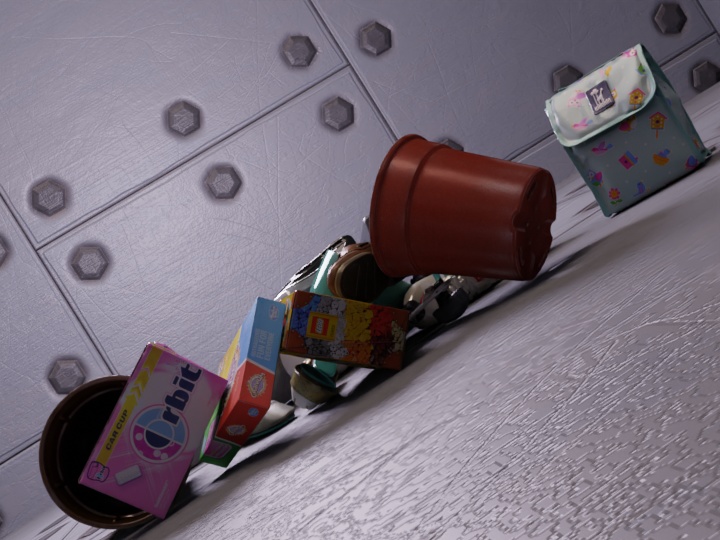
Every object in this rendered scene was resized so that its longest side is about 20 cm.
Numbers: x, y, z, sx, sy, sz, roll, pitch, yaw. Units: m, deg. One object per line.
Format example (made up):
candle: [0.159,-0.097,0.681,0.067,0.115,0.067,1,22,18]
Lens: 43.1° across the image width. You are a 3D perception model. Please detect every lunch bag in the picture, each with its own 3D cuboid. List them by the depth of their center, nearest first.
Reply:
lunch bag: [0.386,-0.207,1.333,0.170,0.200,0.122,-31,1,31]

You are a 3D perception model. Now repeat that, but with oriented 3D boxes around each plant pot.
plant pot: [0.145,-0.073,1.215,0.195,0.201,0.201,11,25,30]
plant pot: [-0.327,0.257,1.293,0.200,0.200,0.198,-32,-8,-10]

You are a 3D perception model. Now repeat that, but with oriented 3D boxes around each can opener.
can opener: [0.079,0.080,1.303,0.053,0.067,0.200,-38,-8,-49]

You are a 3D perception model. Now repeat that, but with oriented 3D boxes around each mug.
mug: [-0.012,0.045,1.415,0.185,0.152,0.115,24,-91,-61]

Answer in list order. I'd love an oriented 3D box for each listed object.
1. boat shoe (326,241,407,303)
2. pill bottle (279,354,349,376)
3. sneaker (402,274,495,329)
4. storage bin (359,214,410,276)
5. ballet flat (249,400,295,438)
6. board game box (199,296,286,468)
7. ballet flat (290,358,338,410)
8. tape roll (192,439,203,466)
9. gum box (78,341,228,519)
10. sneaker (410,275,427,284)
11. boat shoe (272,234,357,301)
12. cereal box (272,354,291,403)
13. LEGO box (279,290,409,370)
boat shoe: [0.000,0.000,1.257,0.068,0.072,0.200,14,14,27]
pill bottle: [-0.039,0.109,1.549,0.116,0.116,0.200,-32,1,45]
sneaker: [0.147,0.017,1.385,0.200,0.070,0.093,-29,-8,-41]
storage bin: [0.071,-0.059,1.537,0.134,0.146,0.200,-19,-14,-9]
ballet flat: [-0.173,0.223,1.377,0.067,0.064,0.200,-32,1,-42]
board game box: [-0.155,0.149,1.195,0.200,0.040,0.153,125,157,-50]
ballet flat: [-0.069,0.165,1.304,0.071,0.071,0.200,-32,1,4]
tape roll: [-0.309,0.307,1.611,0.200,0.066,0.200,-31,0,0]
gum box: [-0.261,0.199,1.165,0.200,0.113,0.066,-66,12,-17]
sneaker: [0.121,0.029,1.539,0.075,0.079,0.200,-31,0,-1]
boat shoe: [-0.077,0.014,1.552,0.200,0.057,0.069,-35,-41,19]
cereal box: [-0.138,0.166,1.575,0.200,0.039,0.144,-31,-45,-52]
LEGO box: [-0.033,0.083,1.214,0.149,0.077,0.200,11,-7,-10]
